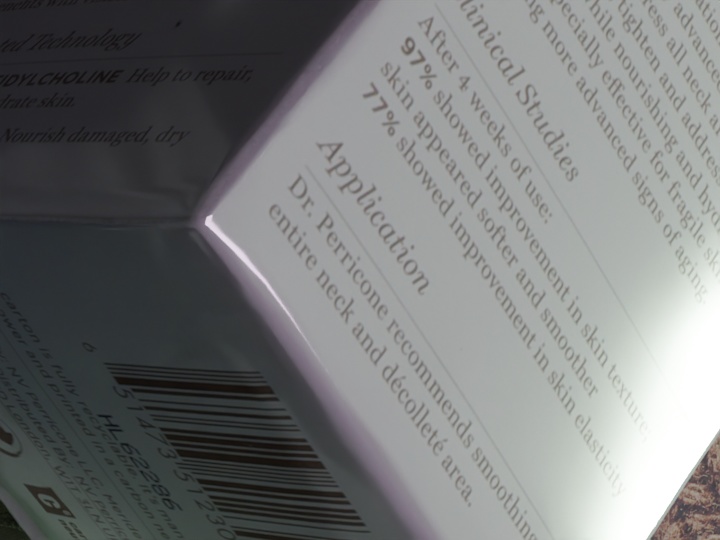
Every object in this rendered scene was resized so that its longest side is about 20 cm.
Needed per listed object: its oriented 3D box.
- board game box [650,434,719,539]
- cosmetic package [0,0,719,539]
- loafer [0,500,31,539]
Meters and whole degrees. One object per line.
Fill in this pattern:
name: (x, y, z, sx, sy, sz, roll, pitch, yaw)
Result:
board game box: (0.036, 0.056, 0.890, 0.159, 0.200, 0.097, -28, 119, -8)
cosmetic package: (0.000, -0.020, 0.737, 0.200, 0.166, 0.167, -51, 123, -31)
loafer: (-0.075, 0.099, 0.866, 0.075, 0.070, 0.200, -40, 146, -6)
